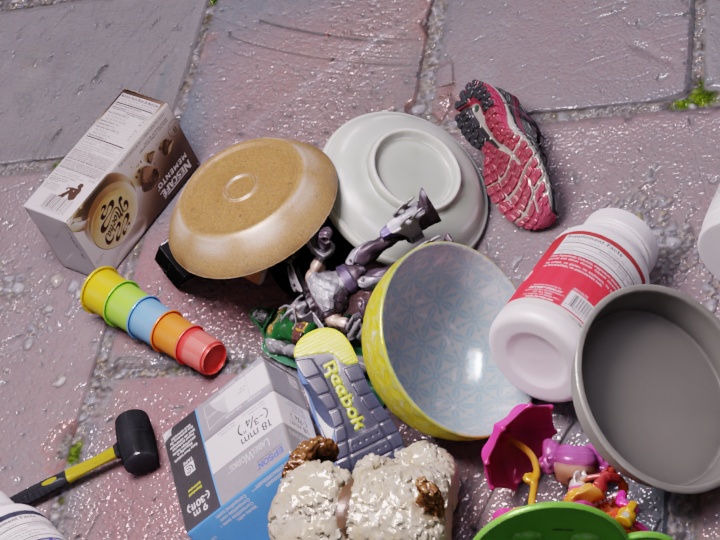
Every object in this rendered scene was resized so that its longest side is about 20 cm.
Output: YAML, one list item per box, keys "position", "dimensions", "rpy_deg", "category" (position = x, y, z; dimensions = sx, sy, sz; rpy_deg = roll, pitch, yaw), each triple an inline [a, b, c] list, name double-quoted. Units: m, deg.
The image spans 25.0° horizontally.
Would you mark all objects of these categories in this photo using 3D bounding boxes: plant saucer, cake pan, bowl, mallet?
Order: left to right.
- position: [-0.304, 0.224, 1.730]
  dimensions: [0.199, 0.041, 0.066]
  rpy_deg: [-32, 49, 1]
  category: "mallet"
- position: [-0.123, -0.079, 1.737]
  dimensions: [0.198, 0.036, 0.201]
  rpy_deg: [-15, 45, 15]
  category: "plant saucer"
- position: [0.053, -0.098, 1.768]
  dimensions: [0.198, 0.050, 0.202]
  rpy_deg: [9, 59, -15]
  category: "plant saucer"
- position: [0.070, 0.082, 1.618]
  dimensions: [0.107, 0.200, 0.201]
  rpy_deg: [-27, 34, 49]
  category: "bowl"
- position: [0.277, 0.112, 1.502]
  dimensions: [0.198, 0.037, 0.202]
  rpy_deg: [10, 64, -22]
  category: "cake pan"

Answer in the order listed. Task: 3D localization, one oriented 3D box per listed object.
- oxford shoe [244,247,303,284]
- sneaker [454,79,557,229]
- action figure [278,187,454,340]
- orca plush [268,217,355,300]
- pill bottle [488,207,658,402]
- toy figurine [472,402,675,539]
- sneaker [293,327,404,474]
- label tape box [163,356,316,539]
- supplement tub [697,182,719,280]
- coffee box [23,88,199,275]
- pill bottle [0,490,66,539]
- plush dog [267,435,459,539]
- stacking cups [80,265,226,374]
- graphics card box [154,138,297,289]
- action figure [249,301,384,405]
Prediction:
- position: [-0.071, -0.052, 1.852]
  dimensions: [0.058, 0.075, 0.200]
  rpy_deg: [47, 65, 2]
  category: "oxford shoe"
- position: [0.177, -0.133, 1.805]
  dimensions: [0.081, 0.074, 0.201]
  rpy_deg: [-49, 48, 37]
  category: "sneaker"
- position: [0.000, 0.000, 1.686]
  dimensions: [0.199, 0.069, 0.131]
  rpy_deg: [-31, 72, 2]
  category: "action figure"
- position: [-0.021, -0.060, 1.791]
  dimensions: [0.199, 0.071, 0.106]
  rpy_deg: [-32, 84, -11]
  category: "orca plush"
- position: [0.218, 0.028, 1.609]
  dimensions: [0.111, 0.113, 0.200]
  rpy_deg: [13, 43, 31]
  category: "pill bottle"
- position: [0.186, 0.202, 1.496]
  dimensions: [0.198, 0.151, 0.185]
  rpy_deg: [2, 39, -4]
  category: "toy figurine"
- position: [-0.007, 0.158, 1.625]
  dimensions: [0.073, 0.082, 0.202]
  rpy_deg: [-18, 73, -9]
  category: "sneaker"
- position: [-0.109, 0.207, 1.613]
  dimensions: [0.144, 0.063, 0.201]
  rpy_deg: [-39, 43, 16]
  category: "label tape box"
- position: [0.428, -0.083, 1.617]
  dimensions: [0.131, 0.132, 0.201]
  rpy_deg: [13, 58, 31]
  category: "supplement tub"
- position: [-0.295, -0.104, 1.946]
  dimensions: [0.079, 0.113, 0.201]
  rpy_deg: [19, 60, 33]
  category: "coffee box"
- position: [-0.338, 0.305, 1.620]
  dimensions: [0.111, 0.111, 0.200]
  rpy_deg: [-42, 48, -15]
  category: "pill bottle"
- position: [-0.002, 0.233, 1.485]
  dimensions: [0.170, 0.161, 0.202]
  rpy_deg: [-2, 62, 10]
  category: "plush dog"
- position: [-0.228, 0.058, 1.825]
  dimensions: [0.199, 0.061, 0.061]
  rpy_deg: [26, 65, 32]
  category: "stacking cups"
- position: [-0.142, -0.063, 1.844]
  dimensions: [0.200, 0.125, 0.051]
  rpy_deg: [-40, 92, -11]
  category: "graphics card box"
- position: [-0.041, 0.072, 1.737]
  dimensions: [0.199, 0.055, 0.119]
  rpy_deg: [13, 61, 36]
  category: "action figure"
